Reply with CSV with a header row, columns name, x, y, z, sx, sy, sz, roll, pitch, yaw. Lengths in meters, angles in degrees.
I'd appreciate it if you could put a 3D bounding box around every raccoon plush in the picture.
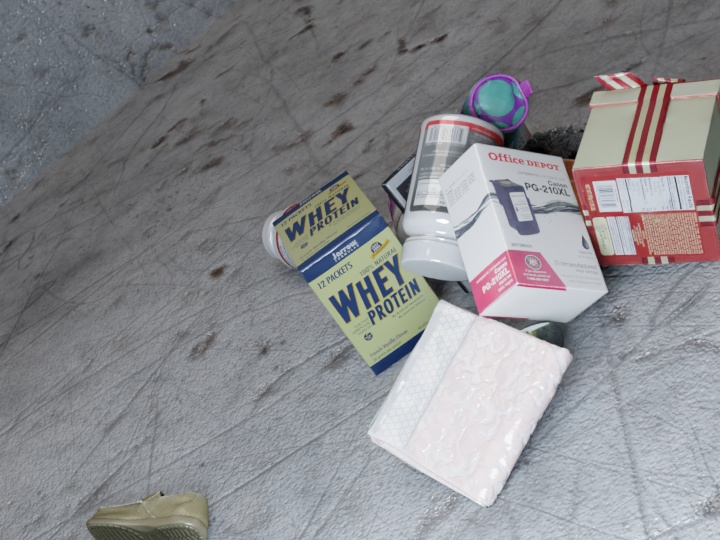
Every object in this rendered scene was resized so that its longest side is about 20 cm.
name,x,y,z,sx,sy,sz,roll,pitch,yaw
raccoon plush,0.243,-0.174,1.816,0.134,0.200,0.097,21,97,61

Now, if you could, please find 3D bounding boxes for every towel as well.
name,x,y,z,sx,sy,sz,roll,pitch,yaw
towel,0.122,0.148,1.462,0.191,0.032,0.200,24,80,37

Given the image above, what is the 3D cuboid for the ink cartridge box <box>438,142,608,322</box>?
name,x,y,z,sx,sy,sz,roll,pitch,yaw
ink cartridge box,0.196,-0.046,1.531,0.084,0.144,0.200,-45,49,45

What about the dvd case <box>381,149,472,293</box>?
name,x,y,z,sx,sy,sz,roll,pitch,yaw
dvd case,0.141,-0.092,1.758,0.150,0.200,0.025,-44,17,-16

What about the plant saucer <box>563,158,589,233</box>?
name,x,y,z,sx,sy,sz,roll,pitch,yaw
plant saucer,0.275,-0.075,1.673,0.200,0.032,0.201,-1,43,1

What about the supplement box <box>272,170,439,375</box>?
name,x,y,z,sx,sy,sz,roll,pitch,yaw
supplement box,0.000,0.000,1.771,0.134,0.200,0.200,-35,26,0

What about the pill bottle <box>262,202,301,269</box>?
name,x,y,z,sx,sy,sz,roll,pitch,yaw
pill bottle,-0.071,-0.054,2.040,0.200,0.112,0.112,5,47,52

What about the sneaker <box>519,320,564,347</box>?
name,x,y,z,sx,sy,sz,roll,pitch,yaw
sneaker,0.155,0.121,1.534,0.200,0.075,0.085,-36,26,-2

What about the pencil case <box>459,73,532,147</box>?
name,x,y,z,sx,sy,sz,roll,pitch,yaw
pencil case,0.189,-0.220,1.789,0.092,0.085,0.200,-21,-4,-1

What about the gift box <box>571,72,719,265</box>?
name,x,y,z,sx,sy,sz,roll,pitch,yaw
gift box,0.356,-0.132,1.560,0.199,0.185,0.187,3,43,24

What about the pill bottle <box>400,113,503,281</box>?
name,x,y,z,sx,sy,sz,roll,pitch,yaw
pill bottle,0.118,-0.094,1.659,0.114,0.114,0.201,-3,70,47

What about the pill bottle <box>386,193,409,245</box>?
name,x,y,z,sx,sy,sz,roll,pitch,yaw
pill bottle,0.105,-0.075,1.870,0.112,0.112,0.200,-31,28,9

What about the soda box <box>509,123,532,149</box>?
name,x,y,z,sx,sy,sz,roll,pitch,yaw
soda box,0.221,-0.161,1.920,0.063,0.068,0.200,-23,30,23

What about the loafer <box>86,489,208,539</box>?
name,x,y,z,sx,sy,sz,roll,pitch,yaw
loafer,-0.279,0.338,1.693,0.200,0.076,0.068,-6,37,29
